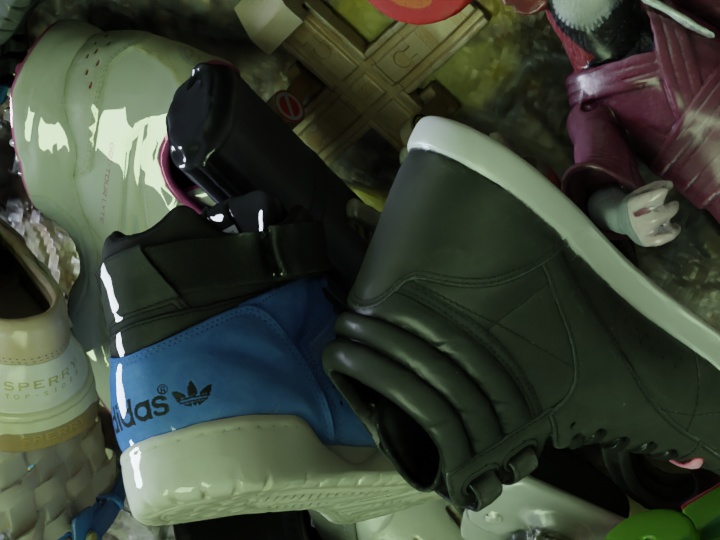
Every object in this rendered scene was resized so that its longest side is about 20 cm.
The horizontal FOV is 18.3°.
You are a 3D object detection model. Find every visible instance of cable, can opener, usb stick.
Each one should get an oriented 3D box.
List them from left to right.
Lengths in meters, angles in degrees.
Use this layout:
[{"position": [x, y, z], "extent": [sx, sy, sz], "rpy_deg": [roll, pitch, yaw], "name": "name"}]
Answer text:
[{"position": [0.000, 0.000, 0.830], "extent": [0.033, 0.056, 0.200], "rpy_deg": [-34, 123, 18], "name": "usb stick"}, {"position": [0.089, 0.019, 0.821], "extent": [0.097, 0.050, 0.200], "rpy_deg": [-22, 133, 37], "name": "cable"}, {"position": [0.131, 0.122, 0.893], "extent": [0.200, 0.067, 0.053], "rpy_deg": [27, 138, -8], "name": "can opener"}]

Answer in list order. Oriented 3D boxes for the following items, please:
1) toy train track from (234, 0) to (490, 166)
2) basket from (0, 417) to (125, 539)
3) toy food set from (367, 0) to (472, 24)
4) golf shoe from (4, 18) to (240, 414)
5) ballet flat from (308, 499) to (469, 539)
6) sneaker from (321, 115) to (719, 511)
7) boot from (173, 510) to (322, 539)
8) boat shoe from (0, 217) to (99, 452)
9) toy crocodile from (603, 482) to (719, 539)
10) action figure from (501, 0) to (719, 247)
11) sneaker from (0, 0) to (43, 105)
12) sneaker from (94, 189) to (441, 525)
[{"position": [0.031, -0.034, 0.830], "extent": [0.200, 0.033, 0.115], "rpy_deg": [41, 132, -11], "name": "toy train track"}, {"position": [-0.193, 0.112, 0.980], "extent": [0.176, 0.139, 0.201], "rpy_deg": [4, 118, 22], "name": "basket"}, {"position": [0.004, -0.178, 0.704], "extent": [0.200, 0.049, 0.198], "rpy_deg": [22, 127, 13], "name": "toy food set"}, {"position": [-0.071, -0.004, 0.874], "extent": [0.091, 0.075, 0.200], "rpy_deg": [2, 128, 25], "name": "golf shoe"}, {"position": [0.027, 0.119, 0.927], "extent": [0.064, 0.067, 0.200], "rpy_deg": [25, 145, 43], "name": "ballet flat"}, {"position": [0.065, 0.045, 0.728], "extent": [0.200, 0.099, 0.071], "rpy_deg": [38, 170, -28], "name": "sneaker"}, {"position": [-0.033, 0.175, 0.928], "extent": [0.073, 0.200, 0.151], "rpy_deg": [-16, 127, 5], "name": "boot"}, {"position": [-0.167, -0.006, 0.880], "extent": [0.200, 0.072, 0.065], "rpy_deg": [41, 143, 44], "name": "boat shoe"}, {"position": [0.148, 0.099, 0.827], "extent": [0.200, 0.062, 0.068], "rpy_deg": [-26, 120, 2], "name": "toy crocodile"}, {"position": [0.132, -0.050, 0.749], "extent": [0.200, 0.134, 0.149], "rpy_deg": [39, 175, 8], "name": "action figure"}, {"position": [-0.148, -0.120, 0.820], "extent": [0.082, 0.073, 0.200], "rpy_deg": [38, 131, -3], "name": "sneaker"}, {"position": [-0.016, 0.027, 0.772], "extent": [0.077, 0.200, 0.112], "rpy_deg": [-22, 74, 34], "name": "sneaker"}]
